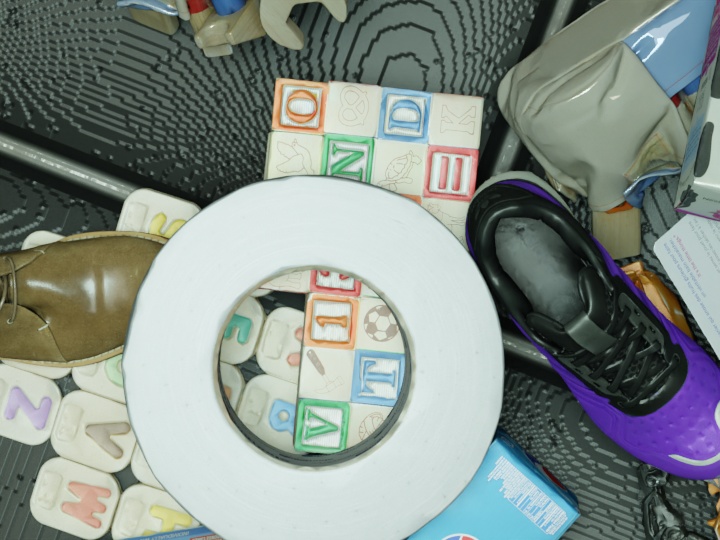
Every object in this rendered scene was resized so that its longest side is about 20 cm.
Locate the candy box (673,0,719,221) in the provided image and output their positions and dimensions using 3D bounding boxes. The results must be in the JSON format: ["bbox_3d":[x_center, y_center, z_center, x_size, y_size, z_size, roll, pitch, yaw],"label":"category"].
[{"bbox_3d":[0.242,-0.114,1.228,0.135,0.061,0.201,14,77,0],"label":"candy box"}]

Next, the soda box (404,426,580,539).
[{"bbox_3d":[0.033,0.183,1.373,0.064,0.068,0.200,42,94,1],"label":"soda box"}]

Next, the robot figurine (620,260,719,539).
[{"bbox_3d":[0.207,0.080,1.360,0.144,0.058,0.201,-22,89,8],"label":"robot figurine"}]

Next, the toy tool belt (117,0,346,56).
[{"bbox_3d":[-0.058,-0.176,1.328,0.199,0.123,0.125,4,47,30],"label":"toy tool belt"}]

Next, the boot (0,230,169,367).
[{"bbox_3d":[-0.191,0.018,1.380,0.199,0.075,0.074,-8,84,9],"label":"boot"}]

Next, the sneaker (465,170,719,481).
[{"bbox_3d":[0.123,0.035,1.289,0.070,0.100,0.200,-43,89,6],"label":"sneaker"}]

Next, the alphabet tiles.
[{"bbox_3d":[-0.115,0.060,1.412,0.194,0.015,0.201,18,92,4],"label":"alphabet tiles"}]

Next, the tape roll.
[{"bbox_3d":[-0.025,0.050,1.308,0.199,0.066,0.202,0,91,-3],"label":"tape roll"}]

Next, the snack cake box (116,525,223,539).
[{"bbox_3d":[-0.148,0.206,1.360,0.199,0.115,0.068,-10,112,5],"label":"snack cake box"}]

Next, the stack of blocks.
[{"bbox_3d":[0.000,0.000,1.370,0.114,0.059,0.202,5,91,-3],"label":"stack of blocks"}]

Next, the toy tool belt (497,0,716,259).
[{"bbox_3d":[0.183,-0.100,1.343,0.199,0.125,0.123,-35,114,5],"label":"toy tool belt"}]

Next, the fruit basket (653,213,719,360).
[{"bbox_3d":[0.260,-0.005,1.306,0.200,0.094,0.186,-39,113,-11],"label":"fruit basket"}]
